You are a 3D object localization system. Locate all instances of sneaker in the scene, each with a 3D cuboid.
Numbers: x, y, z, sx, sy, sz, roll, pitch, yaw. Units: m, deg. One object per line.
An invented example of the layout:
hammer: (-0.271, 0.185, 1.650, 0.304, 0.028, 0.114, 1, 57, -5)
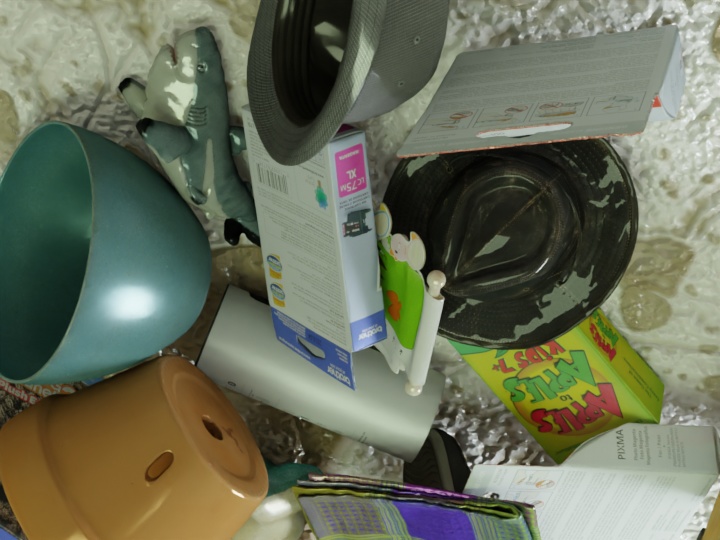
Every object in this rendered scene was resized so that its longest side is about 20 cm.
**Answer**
sneaker: (0.108, 0.219, 1.622, 0.075, 0.106, 0.201, 5, 113, 60)

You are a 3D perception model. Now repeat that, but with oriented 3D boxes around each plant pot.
plant pot: (-0.167, 0.159, 1.465, 0.140, 0.200, 0.200, -37, 114, 13)
plant pot: (-0.196, -0.004, 1.451, 0.134, 0.201, 0.200, 11, 140, -35)

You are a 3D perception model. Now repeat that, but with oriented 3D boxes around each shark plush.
shark plush: (-0.105, -0.084, 1.418, 0.083, 0.091, 0.201, -30, 110, -1)

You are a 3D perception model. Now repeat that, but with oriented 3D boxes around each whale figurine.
whale figurine: (-0.103, 0.195, 1.605, 0.104, 0.158, 0.200, 64, 152, 12)

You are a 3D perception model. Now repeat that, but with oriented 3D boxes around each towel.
towel: (0.050, 0.218, 1.521, 0.199, 0.023, 0.144, 6, 143, 17)

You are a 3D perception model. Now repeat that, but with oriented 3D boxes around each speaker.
speaker: (-0.032, 0.086, 1.532, 0.199, 0.081, 0.081, 23, 132, -3)

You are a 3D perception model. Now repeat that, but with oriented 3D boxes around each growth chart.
growth chart: (0.000, 0.000, 1.417, 0.200, 0.018, 0.145, 42, 142, 40)

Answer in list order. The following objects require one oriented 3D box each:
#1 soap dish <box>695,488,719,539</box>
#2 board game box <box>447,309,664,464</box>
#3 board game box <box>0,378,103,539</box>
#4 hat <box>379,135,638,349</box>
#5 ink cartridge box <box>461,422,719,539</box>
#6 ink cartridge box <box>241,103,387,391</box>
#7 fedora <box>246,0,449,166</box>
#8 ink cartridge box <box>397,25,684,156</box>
soap dish: (0.331, 0.141, 1.432, 0.081, 0.157, 0.201, 24, 134, 17)
board game box: (0.143, 0.059, 1.479, 0.101, 0.048, 0.200, -26, 118, 32)
board game box: (-0.332, 0.138, 1.583, 0.159, 0.201, 0.097, 37, 129, -16)
hat: (0.100, -0.024, 1.354, 0.199, 0.081, 0.202, 4, 106, 13)
ink cartridge box: (0.175, 0.179, 1.519, 0.199, 0.057, 0.163, 7, 146, -6)
ink cartridge box: (-0.033, -0.022, 1.399, 0.119, 0.042, 0.201, 27, 129, 50)
fedora: (0.000, -0.168, 1.276, 0.090, 0.177, 0.201, 4, 124, -26)
ink cartridge box: (0.124, -0.101, 1.235, 0.161, 0.200, 0.057, -5, 118, 18)
